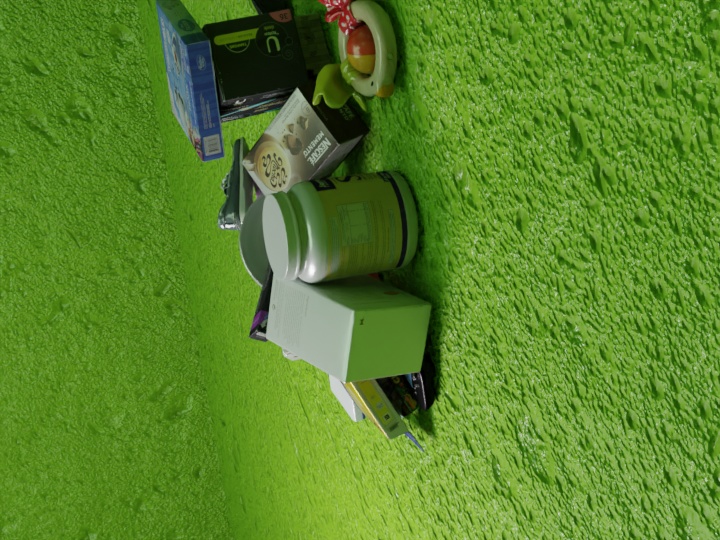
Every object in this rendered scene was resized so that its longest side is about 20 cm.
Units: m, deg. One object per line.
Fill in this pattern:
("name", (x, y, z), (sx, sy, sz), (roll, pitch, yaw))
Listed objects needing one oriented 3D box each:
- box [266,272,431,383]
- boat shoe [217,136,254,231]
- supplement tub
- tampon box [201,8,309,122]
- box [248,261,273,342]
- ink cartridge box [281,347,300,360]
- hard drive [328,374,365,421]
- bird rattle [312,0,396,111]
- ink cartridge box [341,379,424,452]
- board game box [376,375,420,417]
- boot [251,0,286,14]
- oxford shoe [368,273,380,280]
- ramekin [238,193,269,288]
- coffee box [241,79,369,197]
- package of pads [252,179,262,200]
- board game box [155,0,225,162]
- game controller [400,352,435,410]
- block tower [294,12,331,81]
("box", (-0.020, 0.075, 1.573), (0.199, 0.151, 0.108), (24, 110, 47))
("boat shoe", (-0.225, -0.155, 1.906), (0.073, 0.061, 0.202), (66, -163, -54))
("supplement tub", (-0.030, -0.062, 1.545), (0.145, 0.197, 0.148), (171, 90, -70))
("tampon box", (-0.188, -0.332, 1.759), (0.200, 0.148, 0.128), (168, 87, -72))
("box", (-0.132, 0.009, 1.704), (0.143, 0.036, 0.203), (145, 139, -78))
("ink cartridge box", (-0.120, 0.061, 2.039), (0.146, 0.083, 0.203), (60, -163, -82))
("hard drive", (-0.035, 0.149, 1.901), (0.132, 0.025, 0.203), (-134, 32, -59))
("bird rattle", (0.005, -0.320, 1.498), (0.162, 0.111, 0.203), (31, 120, 51))
("ink cartridge box", (0.007, 0.198, 1.726), (0.202, 0.047, 0.197), (60, 170, -17))
("board game box", (0.021, 0.151, 1.742), (0.201, 0.023, 0.105), (54, 163, 6))
("boot", (-0.161, -0.433, 1.918), (0.131, 0.067, 0.202), (114, 139, -64))
("oxford shoe", (0.000, 0.000, 1.759), (0.073, 0.070, 0.203), (-94, 6, -59))
("ramekin", (-0.105, -0.045, 1.835), (0.094, 0.199, 0.205), (105, 149, -81))
("coffee box", (-0.089, -0.195, 1.685), (0.114, 0.079, 0.200), (54, 135, 7))
("package of pads", (-0.125, -0.125, 1.930), (0.076, 0.118, 0.203), (-62, -39, -80))
("board game box", (-0.276, -0.311, 1.726), (0.200, 0.043, 0.202), (-125, 26, -50))
("game controller", (0.064, 0.126, 1.665), (0.201, 0.041, 0.106), (-123, 26, -48))
("block tower", (-0.074, -0.313, 1.753), (0.058, 0.053, 0.203), (157, 100, -71))
